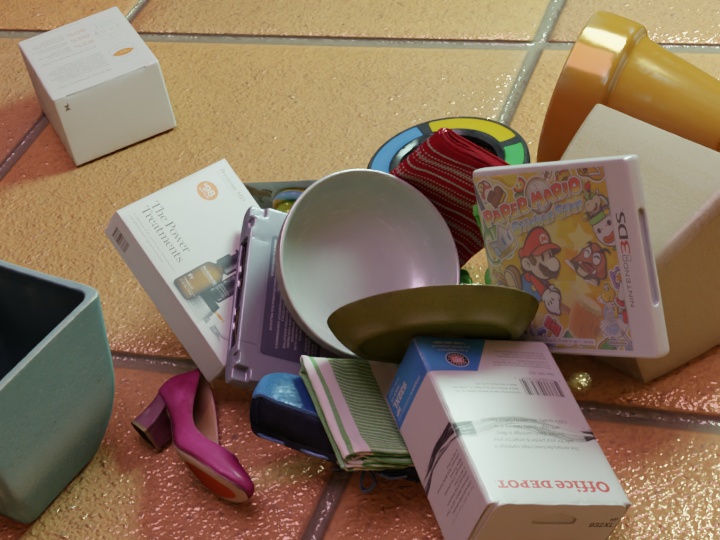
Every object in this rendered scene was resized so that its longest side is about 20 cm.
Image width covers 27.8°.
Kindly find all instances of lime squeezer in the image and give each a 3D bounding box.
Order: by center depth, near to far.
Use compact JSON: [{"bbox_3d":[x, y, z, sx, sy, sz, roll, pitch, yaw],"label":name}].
[{"bbox_3d":[0.152,-0.001,1.506,0.038,0.200,0.071,-21,66,20],"label":"lime squeezer"}]

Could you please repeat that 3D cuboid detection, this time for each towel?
[{"bbox_3d":[0.051,0.132,1.384,0.199,0.023,0.153,2,35,-25],"label":"towel"},{"bbox_3d":[0.095,-0.071,1.529,0.144,0.200,0.023,28,57,-15],"label":"towel"}]

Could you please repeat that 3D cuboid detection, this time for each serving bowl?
[{"bbox_3d":[0.000,0.000,1.491,0.200,0.200,0.066,-36,1,-27],"label":"serving bowl"}]

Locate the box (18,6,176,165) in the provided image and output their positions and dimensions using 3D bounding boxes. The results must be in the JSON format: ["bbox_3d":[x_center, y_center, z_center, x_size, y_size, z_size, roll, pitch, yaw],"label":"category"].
[{"bbox_3d":[-0.361,-0.255,1.988,0.152,0.107,0.200,-23,39,-13],"label":"box"}]

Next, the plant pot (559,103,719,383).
[{"bbox_3d":[0.275,-0.011,1.448,0.177,0.200,0.200,-45,47,-16],"label":"plant pot"}]

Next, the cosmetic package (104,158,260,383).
[{"bbox_3d":[-0.151,-0.003,1.537,0.151,0.052,0.200,-30,80,-37],"label":"cosmetic package"}]

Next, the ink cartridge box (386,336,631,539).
[{"bbox_3d":[0.127,0.158,1.291,0.144,0.084,0.200,5,39,-26],"label":"ink cartridge box"}]

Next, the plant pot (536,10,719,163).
[{"bbox_3d":[0.321,-0.168,1.635,0.183,0.201,0.200,23,48,16],"label":"plant pot"}]

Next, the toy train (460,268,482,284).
[{"bbox_3d":[0.118,0.043,1.523,0.057,0.042,0.200,-56,46,7],"label":"toy train"}]

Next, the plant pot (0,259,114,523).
[{"bbox_3d":[-0.359,0.132,1.430,0.196,0.201,0.196,14,45,31],"label":"plant pot"}]

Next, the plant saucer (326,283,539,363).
[{"bbox_3d":[0.068,0.055,1.354,0.199,0.200,0.031,-7,72,8],"label":"plant saucer"}]

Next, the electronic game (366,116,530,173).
[{"bbox_3d":[0.105,-0.124,1.745,0.199,0.042,0.200,-8,38,6],"label":"electronic game"}]

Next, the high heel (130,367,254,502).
[{"bbox_3d":[-0.146,0.156,1.442,0.096,0.068,0.200,-43,43,-19],"label":"high heel"}]

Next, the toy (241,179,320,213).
[{"bbox_3d":[-0.072,-0.049,1.621,0.199,0.115,0.047,5,57,40],"label":"toy"}]

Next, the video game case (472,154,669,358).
[{"bbox_3d":[0.192,-0.011,1.355,0.023,0.183,0.200,-17,10,-37],"label":"video game case"}]

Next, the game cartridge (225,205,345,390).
[{"bbox_3d":[-0.067,0.039,1.505,0.133,0.041,0.201,14,61,-18],"label":"game cartridge"}]

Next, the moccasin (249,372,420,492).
[{"bbox_3d":[-0.010,0.159,1.398,0.199,0.068,0.081,23,32,7],"label":"moccasin"}]
